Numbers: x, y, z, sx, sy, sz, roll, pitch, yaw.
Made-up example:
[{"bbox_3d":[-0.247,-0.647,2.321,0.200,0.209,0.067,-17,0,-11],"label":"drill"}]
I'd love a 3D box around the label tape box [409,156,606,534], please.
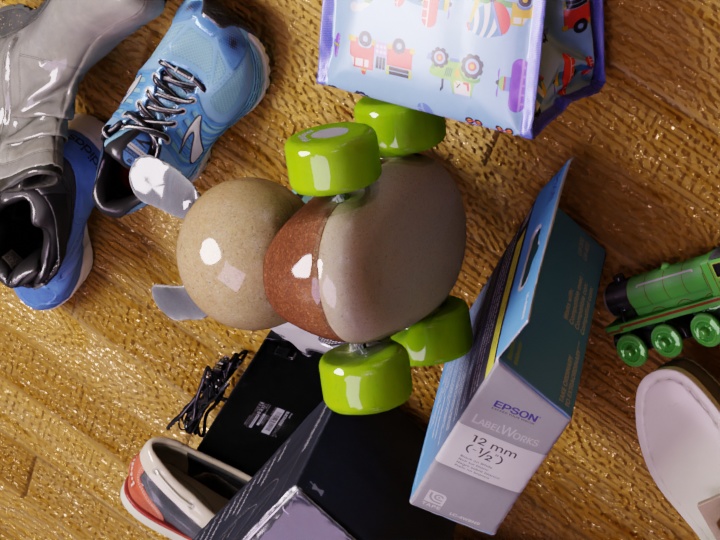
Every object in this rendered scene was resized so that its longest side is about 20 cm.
[{"bbox_3d":[0.103,0.048,1.399,0.066,0.144,0.200,23,138,-6],"label":"label tape box"}]

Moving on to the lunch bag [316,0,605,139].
[{"bbox_3d":[0.057,-0.196,1.294,0.150,0.094,0.201,17,123,30],"label":"lunch bag"}]

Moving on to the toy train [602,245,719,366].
[{"bbox_3d":[0.223,0.011,1.364,0.199,0.042,0.057,-18,101,45],"label":"toy train"}]

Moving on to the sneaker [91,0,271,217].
[{"bbox_3d":[-0.125,-0.099,1.500,0.078,0.090,0.200,37,137,6],"label":"sneaker"}]

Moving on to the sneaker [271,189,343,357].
[{"bbox_3d":[0.000,0.000,1.508,0.140,0.078,0.200,45,143,-10],"label":"sneaker"}]

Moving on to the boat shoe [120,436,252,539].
[{"bbox_3d":[-0.083,0.187,1.702,0.199,0.071,0.063,27,132,-5],"label":"boat shoe"}]

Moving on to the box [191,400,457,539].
[{"bbox_3d":[-0.040,0.206,1.554,0.124,0.200,0.197,39,113,-4],"label":"box"}]

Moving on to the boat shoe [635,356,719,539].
[{"bbox_3d":[0.239,0.134,1.436,0.072,0.060,0.202,-14,114,42],"label":"boat shoe"}]

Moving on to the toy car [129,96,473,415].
[{"bbox_3d":[-0.049,-0.015,1.383,0.199,0.158,0.165,2,109,30],"label":"toy car"}]

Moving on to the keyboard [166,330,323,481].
[{"bbox_3d":[-0.074,0.093,1.675,0.104,0.040,0.200,22,138,-11],"label":"keyboard"}]

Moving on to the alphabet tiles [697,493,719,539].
[{"bbox_3d":[0.305,0.186,1.403,0.199,0.006,0.167,-26,108,19],"label":"alphabet tiles"}]

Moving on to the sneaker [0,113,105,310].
[{"bbox_3d":[-0.241,-0.018,1.642,0.077,0.111,0.200,38,139,5],"label":"sneaker"}]

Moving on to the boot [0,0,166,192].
[{"bbox_3d":[-0.197,-0.119,1.507,0.067,0.131,0.200,15,161,-37],"label":"boot"}]
